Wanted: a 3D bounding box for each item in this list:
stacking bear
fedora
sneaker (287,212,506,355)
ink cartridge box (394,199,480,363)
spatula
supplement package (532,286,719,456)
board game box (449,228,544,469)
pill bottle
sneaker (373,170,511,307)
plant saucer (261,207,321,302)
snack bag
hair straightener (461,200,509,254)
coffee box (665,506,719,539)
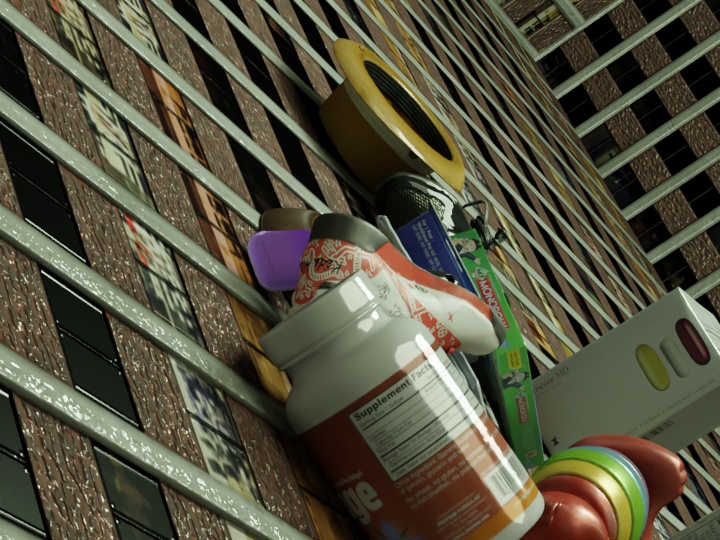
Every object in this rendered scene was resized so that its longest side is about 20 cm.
[{"bbox_3d":[0.184,0.209,1.619,0.114,0.122,0.200,28,16,17],"label":"stacking bear"},{"bbox_3d":[0.020,-0.138,1.924,0.201,0.082,0.201,46,16,-17],"label":"fedora"},{"bbox_3d":[0.023,0.048,1.414,0.201,0.067,0.108,35,65,-40],"label":"sneaker"},{"bbox_3d":[0.067,0.018,1.664,0.200,0.039,0.100,82,-17,-72],"label":"ink cartridge box"},{"bbox_3d":[0.000,0.000,1.467,0.200,0.021,0.057,9,46,-41],"label":"spatula"},{"bbox_3d":[0.288,0.127,1.979,0.111,0.200,0.156,61,14,22],"label":"supplement package"},{"bbox_3d":[0.122,0.074,1.726,0.200,0.029,0.135,75,-6,-54],"label":"board game box"},{"bbox_3d":[0.022,0.104,1.267,0.200,0.112,0.112,55,13,-1],"label":"pill bottle"},{"bbox_3d":[0.086,-0.005,1.850,0.199,0.076,0.114,57,5,-19],"label":"sneaker"},{"bbox_3d":[-0.006,0.027,1.532,0.200,0.034,0.200,52,14,-19],"label":"plant saucer"},{"bbox_3d":[0.063,0.069,1.595,0.189,0.021,0.200,70,-6,-55],"label":"snack bag"},{"bbox_3d":[0.130,-0.017,2.036,0.041,0.077,0.200,48,15,-26],"label":"hair straightener"},{"bbox_3d":[0.318,0.325,1.603,0.200,0.198,0.200,62,14,25],"label":"coffee box"}]
